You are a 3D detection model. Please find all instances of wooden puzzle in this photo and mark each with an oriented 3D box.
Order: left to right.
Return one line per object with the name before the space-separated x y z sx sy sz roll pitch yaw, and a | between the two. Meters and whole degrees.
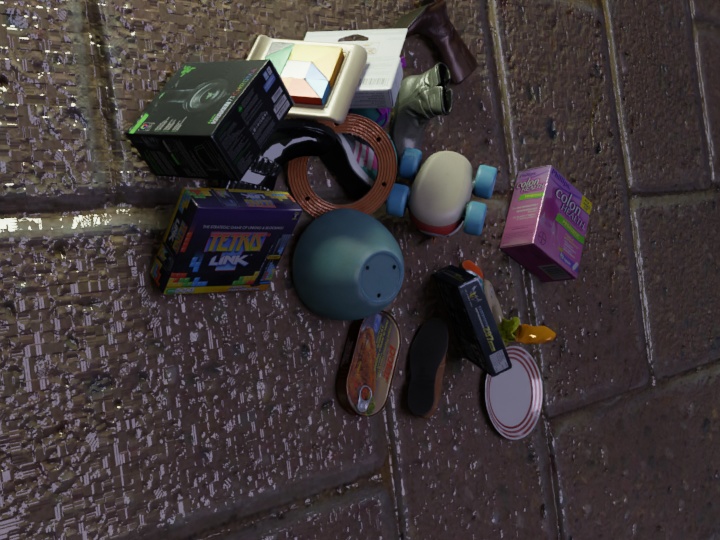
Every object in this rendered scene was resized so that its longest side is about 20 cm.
wooden puzzle | -0.103 -0.329 1.504 0.037 0.198 0.186 86 18 -53

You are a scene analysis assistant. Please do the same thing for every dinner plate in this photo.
dinner plate | 0.329 0.265 1.951 0.199 0.024 0.202 8 79 -43

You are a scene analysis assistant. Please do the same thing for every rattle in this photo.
rattle | 0.303 0.066 1.864 0.130 0.142 0.202 -19 97 -53

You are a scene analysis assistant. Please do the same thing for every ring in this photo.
ring | -0.033 -0.182 1.596 0.198 0.019 0.202 -5 112 -12

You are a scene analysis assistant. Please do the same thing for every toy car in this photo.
toy car | 0.154 -0.111 1.744 0.201 0.183 0.178 89 17 -56

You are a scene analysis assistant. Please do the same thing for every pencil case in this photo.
pencil case | 0.026 -0.334 1.654 0.201 0.092 0.086 -77 154 -47

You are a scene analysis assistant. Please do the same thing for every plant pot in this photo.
plant pot | 0.000 0.000 1.562 0.199 0.134 0.202 -8 104 -32

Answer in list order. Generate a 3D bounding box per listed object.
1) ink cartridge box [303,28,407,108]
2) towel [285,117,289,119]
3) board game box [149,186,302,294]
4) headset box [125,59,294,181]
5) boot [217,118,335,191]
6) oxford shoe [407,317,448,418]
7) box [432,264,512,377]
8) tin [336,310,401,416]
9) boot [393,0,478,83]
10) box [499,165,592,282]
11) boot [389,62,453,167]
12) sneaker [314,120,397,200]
ink cartridge box | -0.023 -0.356 1.581 0.044 0.198 0.174 75 24 -46
towel | -0.175 -0.232 1.547 0.086 0.018 0.201 37 62 -28
board game box | -0.207 -0.044 1.400 0.199 0.057 0.166 -2 131 -43
headset box | -0.234 -0.232 1.373 0.175 0.199 0.093 -59 138 -29
boot | -0.140 -0.164 1.486 0.209 0.079 0.159 -1 79 -16
oxford shoe | 0.134 0.193 1.762 0.071 0.071 0.202 51 48 -61
box | 0.220 0.097 1.780 0.051 0.158 0.201 -24 103 -10
tin | 0.016 0.171 1.661 0.112 0.042 0.202 29 66 -33
boot | 0.162 -0.456 1.863 0.187 0.064 0.201 -49 122 -33
box | 0.424 -0.103 2.035 0.175 0.096 0.201 34 62 -35
boot | 0.122 -0.298 1.753 0.067 0.130 0.202 2 83 -42
sneaker | 0.000 -0.226 1.662 0.200 0.083 0.121 52 52 -23
